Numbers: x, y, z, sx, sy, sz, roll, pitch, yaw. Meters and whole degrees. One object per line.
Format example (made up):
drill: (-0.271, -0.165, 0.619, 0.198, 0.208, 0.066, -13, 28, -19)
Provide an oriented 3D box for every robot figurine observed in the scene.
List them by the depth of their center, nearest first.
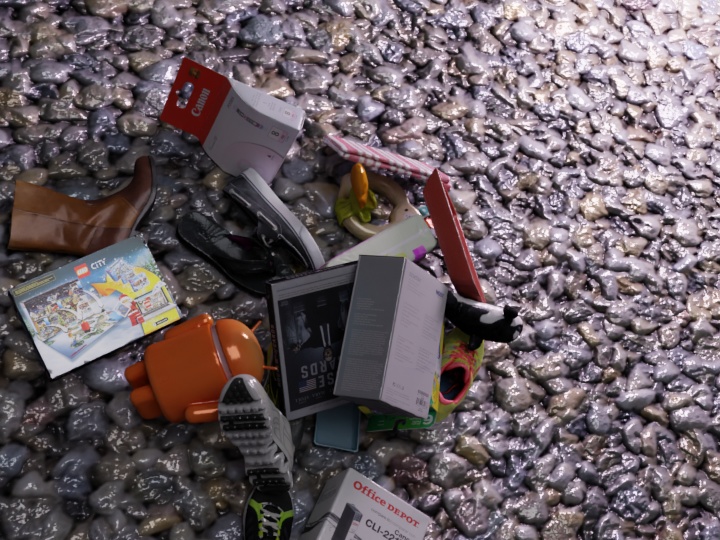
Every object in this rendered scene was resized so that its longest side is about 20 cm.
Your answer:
robot figurine: (-0.218, 0.138, 1.538, 0.200, 0.144, 0.117, -21, 108, -3)

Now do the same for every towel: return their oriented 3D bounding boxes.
towel: (0.041, -0.176, 1.838, 0.200, 0.146, 0.030, 15, 100, -15)

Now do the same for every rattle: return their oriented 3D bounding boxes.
rattle: (0.068, -0.115, 1.810, 0.200, 0.143, 0.130, 18, 44, -9)

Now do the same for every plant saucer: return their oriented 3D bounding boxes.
plant saucer: (-0.032, 0.175, 1.684, 0.070, 0.019, 0.200, 14, 60, -17)
plant saucer: (0.148, -0.035, 1.758, 0.037, 0.200, 0.200, -18, 69, 8)

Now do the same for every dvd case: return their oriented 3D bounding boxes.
dvd case: (-0.054, 0.097, 1.569, 0.150, 0.025, 0.201, -14, 106, -29)

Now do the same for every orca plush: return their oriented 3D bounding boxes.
orca plush: (0.182, 0.086, 1.712, 0.200, 0.105, 0.071, 32, 61, -56)

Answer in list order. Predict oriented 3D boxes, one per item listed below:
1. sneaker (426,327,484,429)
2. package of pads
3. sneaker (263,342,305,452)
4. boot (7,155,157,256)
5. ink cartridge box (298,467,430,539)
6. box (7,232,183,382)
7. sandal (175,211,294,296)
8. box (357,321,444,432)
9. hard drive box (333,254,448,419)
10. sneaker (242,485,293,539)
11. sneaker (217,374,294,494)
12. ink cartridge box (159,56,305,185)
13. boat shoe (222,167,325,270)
sneaker: (0.151, 0.154, 1.732, 0.078, 0.090, 0.200, 31, 55, -4)
package of pads: (0.000, 0.000, 1.706, 0.200, 0.154, 0.068, -29, 86, -33)
sneaker: (-0.106, 0.168, 1.613, 0.074, 0.085, 0.200, 11, 61, -18)
boot: (-0.405, -0.100, 1.642, 0.199, 0.068, 0.189, 11, 73, -13)
ink cartridge box: (-0.010, 0.395, 1.534, 0.144, 0.084, 0.200, 34, 55, -10)
box: (-0.367, 0.050, 1.555, 0.200, 0.038, 0.137, -25, 85, -23)
sandal: (-0.188, -0.025, 1.698, 0.200, 0.048, 0.075, 30, 56, -7)
box: (0.061, 0.143, 1.686, 0.048, 0.117, 0.200, 48, 40, -52)
hard drive box: (0.047, 0.095, 1.574, 0.156, 0.077, 0.201, 33, 65, -57)
sneaker: (-0.121, 0.368, 1.503, 0.072, 0.083, 0.200, 17, 59, -16)
sneaker: (-0.134, 0.206, 1.495, 0.075, 0.200, 0.081, 0, 39, 19)
ink cartridge box: (-0.204, -0.223, 1.726, 0.200, 0.163, 0.057, 20, 53, -14)
boat shoe: (-0.136, -0.067, 1.731, 0.068, 0.072, 0.200, -38, 83, -15)
